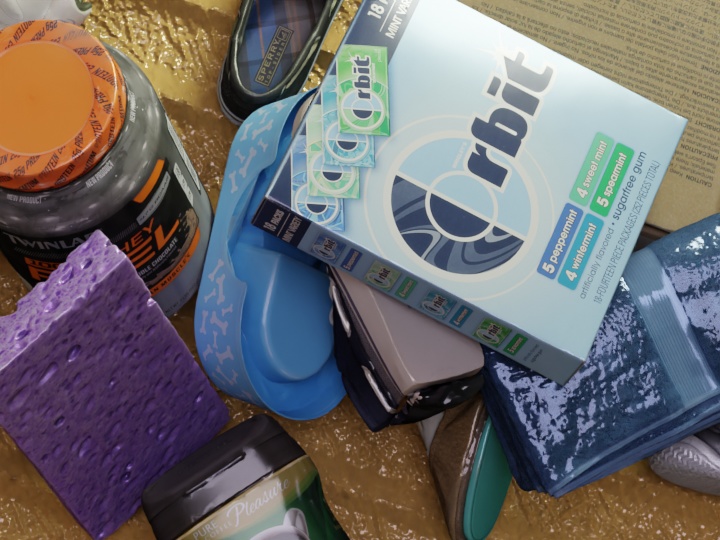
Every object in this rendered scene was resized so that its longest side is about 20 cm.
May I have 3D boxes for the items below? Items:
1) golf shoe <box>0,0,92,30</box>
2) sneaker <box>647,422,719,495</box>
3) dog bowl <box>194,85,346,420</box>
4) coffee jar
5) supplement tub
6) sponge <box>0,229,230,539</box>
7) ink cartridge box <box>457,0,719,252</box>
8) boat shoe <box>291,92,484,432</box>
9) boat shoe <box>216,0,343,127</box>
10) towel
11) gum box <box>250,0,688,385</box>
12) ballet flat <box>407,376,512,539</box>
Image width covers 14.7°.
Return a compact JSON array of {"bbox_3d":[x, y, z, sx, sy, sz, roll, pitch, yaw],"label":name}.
[{"bbox_3d":[-0.183,-0.191,1.642,0.097,0.078,0.200,-26,43,25],"label":"golf shoe"},{"bbox_3d":[0.276,0.085,1.674,0.199,0.075,0.114,10,75,-6],"label":"sneaker"},{"bbox_3d":[-0.041,-0.012,1.649,0.049,0.111,0.201,2,74,40],"label":"dog bowl"},{"bbox_3d":[-0.039,0.186,1.615,0.104,0.085,0.200,-33,84,-4],"label":"coffee jar"},{"bbox_3d":[-0.159,-0.053,1.582,0.122,0.200,0.123,-4,65,10],"label":"supplement tub"},{"bbox_3d":[-0.148,0.070,1.577,0.112,0.200,0.030,-44,58,-11],"label":"sponge"},{"bbox_3d":[0.127,-0.109,1.680,0.199,0.075,0.165,19,73,-11],"label":"ink cartridge box"},{"bbox_3d":[0.000,0.000,1.615,0.074,0.093,0.201,-12,73,-27],"label":"boat shoe"},{"bbox_3d":[-0.035,-0.181,1.705,0.068,0.057,0.201,19,77,-2],"label":"boat shoe"},{"bbox_3d":[0.166,0.045,1.610,0.199,0.049,0.112,-24,91,-8],"label":"towel"},{"bbox_3d":[0.064,-0.056,1.574,0.199,0.045,0.170,27,65,-2],"label":"gum box"},{"bbox_3d":[0.069,0.060,1.659,0.072,0.068,0.201,18,94,25],"label":"ballet flat"}]
